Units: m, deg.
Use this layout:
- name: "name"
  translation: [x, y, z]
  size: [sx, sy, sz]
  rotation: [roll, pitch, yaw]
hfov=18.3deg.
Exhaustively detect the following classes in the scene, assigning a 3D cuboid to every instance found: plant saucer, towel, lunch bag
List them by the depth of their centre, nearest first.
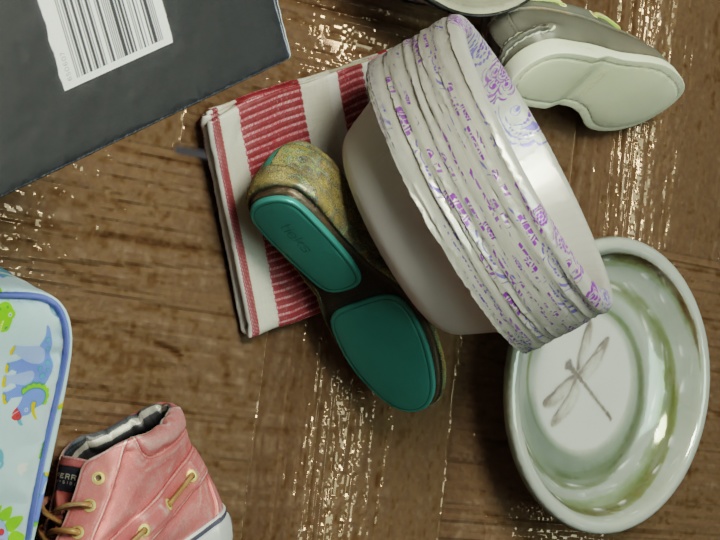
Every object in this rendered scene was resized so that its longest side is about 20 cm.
- name: "lunch bag"
  translation: [-0.234, 0.093, 1.144]
  size: [0.160, 0.082, 0.201]
  rotation: [2, 106, -42]
- name: "towel"
  translation: [-0.009, -0.055, 1.399]
  size: [0.199, 0.023, 0.145]
  rotation: [-22, 108, -36]
- name: "plant saucer"
  translation: [0.157, 0.077, 1.527]
  size: [0.199, 0.050, 0.202]
  rotation: [-2, 93, -40]

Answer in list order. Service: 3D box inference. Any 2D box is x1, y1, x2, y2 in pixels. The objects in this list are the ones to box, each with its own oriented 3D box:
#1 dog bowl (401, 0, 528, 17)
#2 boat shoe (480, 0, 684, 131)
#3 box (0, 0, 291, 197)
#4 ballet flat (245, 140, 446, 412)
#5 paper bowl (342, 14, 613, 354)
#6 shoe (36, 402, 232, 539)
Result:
- name: "dog bowl"
  translation: [0.048, -0.258, 1.405]
  size: [0.199, 0.074, 0.202]
  rotation: [-2, 93, -40]
- name: "boat shoe"
  translation: [0.151, -0.141, 1.498]
  size: [0.201, 0.072, 0.061]
  rotation: [8, 48, -54]
- name: "box"
  translation: [-0.178, -0.123, 1.083]
  size: [0.199, 0.196, 0.125]
  rotation: [-30, 113, -37]
- name: "ballet flat"
  translation: [0.000, 0.000, 1.362]
  size: [0.071, 0.070, 0.200]
  rotation: [-54, 126, -25]
- name: "paper bowl"
  translation: [0.063, -0.043, 1.341]
  size: [0.104, 0.201, 0.201]
  rotation: [-29, 118, 11]
- name: "shoe"
  translation: [-0.161, 0.152, 1.247]
  size: [0.200, 0.071, 0.092]
  rotation: [-31, 107, -39]
